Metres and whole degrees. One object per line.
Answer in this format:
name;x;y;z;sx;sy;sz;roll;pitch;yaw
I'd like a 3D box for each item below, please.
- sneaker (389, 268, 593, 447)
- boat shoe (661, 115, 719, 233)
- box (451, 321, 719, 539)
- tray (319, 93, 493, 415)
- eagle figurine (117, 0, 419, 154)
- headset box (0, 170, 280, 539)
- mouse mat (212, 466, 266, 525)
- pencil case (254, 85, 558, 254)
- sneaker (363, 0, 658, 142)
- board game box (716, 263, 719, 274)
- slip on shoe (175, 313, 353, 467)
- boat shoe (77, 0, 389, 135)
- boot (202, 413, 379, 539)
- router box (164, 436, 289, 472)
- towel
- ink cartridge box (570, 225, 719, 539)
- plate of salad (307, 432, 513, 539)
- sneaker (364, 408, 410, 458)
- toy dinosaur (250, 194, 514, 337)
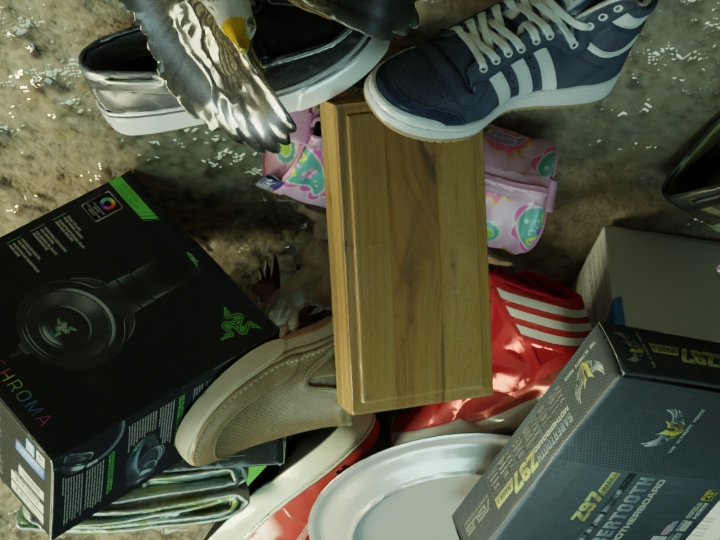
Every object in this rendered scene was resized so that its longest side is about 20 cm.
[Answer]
sneaker;0.094;0.062;1.625;0.199;0.116;0.078;-17;168;41
boat shoe;0.272;-0.091;1.528;0.065;0.074;0.200;12;139;-24
box;0.176;0.127;1.544;0.157;0.051;0.200;11;129;-31
tray;0.031;-0.014;1.479;0.098;0.037;0.201;-7;102;-18
eagle figurine;-0.078;-0.174;1.362;0.151;0.152;0.200;-1;160;31
headset box;-0.174;0.050;1.547;0.199;0.174;0.093;-29;150;-29
mouse mat;-0.057;0.239;1.815;0.008;0.201;0.160;-20;-169;-41
pencil case;0.031;-0.070;1.532;0.199;0.088;0.088;15;138;-21
sneaker;0.097;-0.146;1.418;0.199;0.070;0.109;-14;150;-36
board game box;0.345;-0.061;1.505;0.057;0.165;0.200;52;128;6
slip on shoe;-0.027;0.078;1.526;0.199;0.061;0.076;-29;152;-18
boat shoe;-0.082;-0.141;1.458;0.199;0.072;0.068;-9;141;18
boot;-0.011;0.189;1.692;0.144;0.072;0.200;39;130;-4
router box;-0.147;0.100;1.679;0.199;0.150;0.063;-4;99;2
towel;-0.170;0.154;1.724;0.170;0.200;0.048;-4;98;-6
ink cartridge box;0.216;0.093;1.690;0.144;0.148;0.200;8;139;-13
plate of salad;0.061;0.164;1.628;0.199;0.048;0.201;-5;142;-4
sneaker;0.023;0.069;1.703;0.079;0.076;0.200;11;133;-46
toy dinosaur;0.000;0.000;1.625;0.199;0.086;0.136;-9;152;-15
